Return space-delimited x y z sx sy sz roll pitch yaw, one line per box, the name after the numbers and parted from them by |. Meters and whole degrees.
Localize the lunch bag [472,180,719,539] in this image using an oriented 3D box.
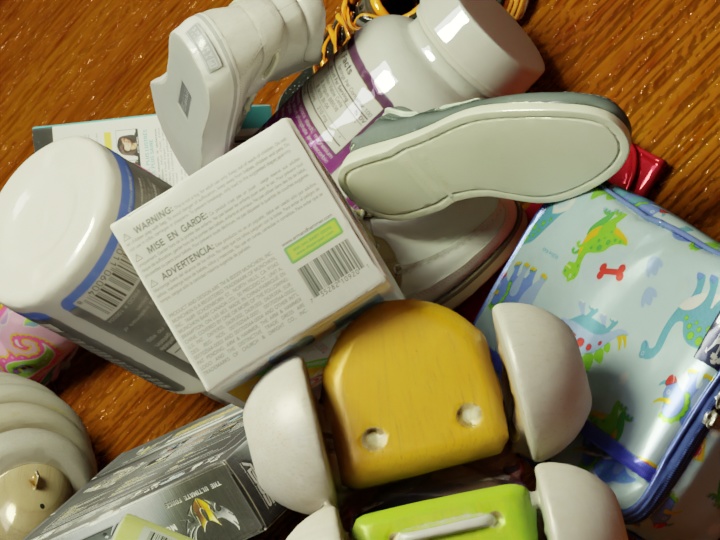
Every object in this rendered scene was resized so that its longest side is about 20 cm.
0.144 0.050 1.463 0.161 0.082 0.200 -58 37 6 | lunch bag

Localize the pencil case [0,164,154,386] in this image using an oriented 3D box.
-0.198 0.008 1.821 0.200 0.087 0.088 -45 38 42 | pencil case

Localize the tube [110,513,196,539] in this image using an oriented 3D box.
-0.050 0.197 1.518 0.052 0.200 0.058 -64 -4 -58 | tube

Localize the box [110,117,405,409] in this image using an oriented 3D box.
-0.047 0.004 1.473 0.112 0.200 0.101 -32 81 2 | box

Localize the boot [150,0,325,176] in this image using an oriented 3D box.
-0.069 -0.117 1.678 0.095 0.074 0.200 -26 -7 -15 | boot

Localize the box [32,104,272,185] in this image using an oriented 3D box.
-0.140 -0.064 1.841 0.200 0.049 0.082 -2 93 46 | box

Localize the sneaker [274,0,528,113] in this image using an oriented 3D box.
0.012 -0.149 1.735 0.200 0.077 0.078 -37 45 27 | sneaker

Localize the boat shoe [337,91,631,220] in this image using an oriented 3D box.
0.072 -0.077 1.522 0.200 0.073 0.062 -11 40 44 | boat shoe

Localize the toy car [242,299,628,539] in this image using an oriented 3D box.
0.040 0.122 1.402 0.175 0.150 0.200 -13 67 -1 | toy car

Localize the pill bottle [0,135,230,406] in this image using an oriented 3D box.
-0.124 0.008 1.681 0.114 0.200 0.114 -25 50 34 | pill bottle

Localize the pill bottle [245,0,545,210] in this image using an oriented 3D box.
0.014 -0.083 1.662 0.200 0.112 0.112 -43 41 19 | pill bottle

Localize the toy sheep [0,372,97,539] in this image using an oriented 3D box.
-0.239 0.131 1.784 0.138 0.138 0.200 -52 34 8 | toy sheep

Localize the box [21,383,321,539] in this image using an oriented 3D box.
-0.102 0.131 1.629 0.200 0.048 0.158 -26 8 34 | box

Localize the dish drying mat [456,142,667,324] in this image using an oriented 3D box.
0.099 0.006 1.588 0.200 0.018 0.077 -56 37 4 | dish drying mat

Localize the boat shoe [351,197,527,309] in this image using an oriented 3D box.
0.000 0.000 1.602 0.200 0.068 0.075 -30 27 7 | boat shoe
